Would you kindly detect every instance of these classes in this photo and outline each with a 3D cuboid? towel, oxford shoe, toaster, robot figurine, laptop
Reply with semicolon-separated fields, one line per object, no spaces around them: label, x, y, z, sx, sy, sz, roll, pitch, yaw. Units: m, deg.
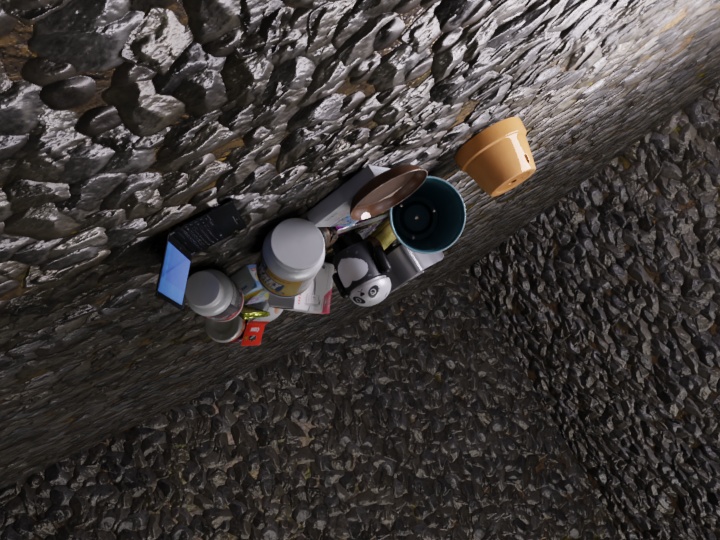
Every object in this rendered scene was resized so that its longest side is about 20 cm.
towel;-0.335;0.103;1.706;0.200;0.018;0.086;10;-174;43
oxford shoe;-0.097;-0.090;1.619;0.084;0.073;0.200;-29;-178;-12
toaster;0.138;-0.029;2.000;0.181;0.119;0.200;-38;172;38
robot figurine;0.000;-0.001;1.727;0.125;0.200;0.150;-22;168;-19
laptop;-0.305;-0.027;1.253;0.200;0.103;0.177;-28;170;-7

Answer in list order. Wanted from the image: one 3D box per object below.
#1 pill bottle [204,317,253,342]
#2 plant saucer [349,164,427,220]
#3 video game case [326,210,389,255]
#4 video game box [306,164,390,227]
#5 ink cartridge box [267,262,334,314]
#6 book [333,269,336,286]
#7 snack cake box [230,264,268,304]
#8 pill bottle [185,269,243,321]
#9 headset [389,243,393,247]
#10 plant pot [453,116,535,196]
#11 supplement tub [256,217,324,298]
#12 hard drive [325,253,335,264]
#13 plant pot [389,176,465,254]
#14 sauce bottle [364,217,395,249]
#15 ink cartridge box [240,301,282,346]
pill bottle;-0.379;0.161;1.935;0.114;0.114;0.200;-30;170;5
plant saucer;0.057;-0.180;1.440;0.200;0.035;0.200;-29;168;-7
video game case;-0.035;-0.106;1.787;0.181;0.036;0.200;-21;167;-32
video game box;-0.004;-0.172;1.521;0.200;0.047;0.182;-34;166;26
ink cartridge box;-0.157;0.040;1.745;0.083;0.147;0.200;4;175;25
book;-0.116;0.033;2.098;0.200;0.048;0.134;-22;-176;40
snack cake box;-0.277;0.037;1.741;0.115;0.067;0.200;-34;168;23
pill bottle;-0.350;0.058;1.525;0.111;0.111;0.200;-28;170;-4
headset;0.061;-0.104;2.024;0.200;0.094;0.123;-16;178;19
plant pot;0.367;-0.289;1.692;0.200;0.140;0.200;-27;169;-6
supplement tub;-0.164;-0.028;1.509;0.144;0.145;0.200;-25;169;-22
hard drive;-0.113;-0.012;1.929;0.200;0.038;0.140;-25;178;32
plant pot;0.166;-0.148;1.743;0.200;0.200;0.188;-28;-175;-3
sauce bottle;0.046;-0.082;1.902;0.200;0.066;0.066;-42;175;-23
ink cartridge box;-0.284;0.136;1.933;0.050;0.200;0.162;15;178;13
